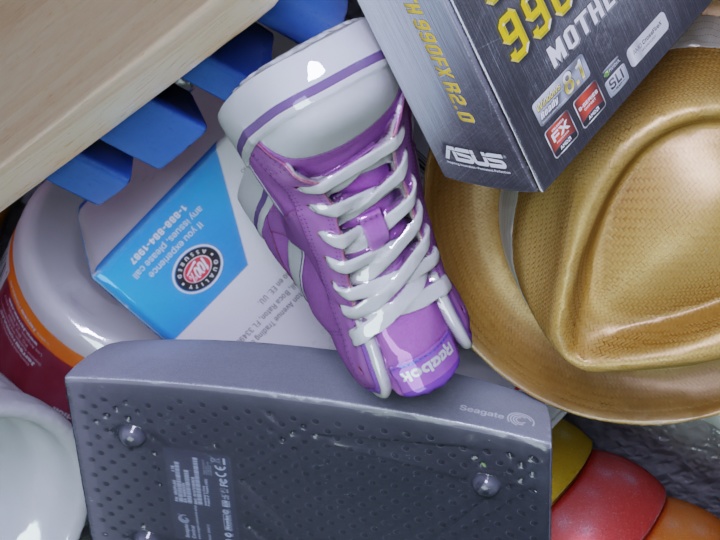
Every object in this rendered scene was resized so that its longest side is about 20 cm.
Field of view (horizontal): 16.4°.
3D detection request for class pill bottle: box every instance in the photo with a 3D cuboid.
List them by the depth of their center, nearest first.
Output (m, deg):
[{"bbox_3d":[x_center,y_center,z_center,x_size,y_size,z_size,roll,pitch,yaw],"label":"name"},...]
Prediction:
[{"bbox_3d":[-0.135,0.048,1.203,0.114,0.115,0.200,26,139,-6],"label":"pill bottle"}]

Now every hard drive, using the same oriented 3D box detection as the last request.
[{"bbox_3d":[-0.017,0.088,1.030,0.198,0.042,0.135,7,134,11],"label":"hard drive"}]

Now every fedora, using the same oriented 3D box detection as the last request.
[{"bbox_3d":[0.117,-0.020,0.930,0.199,0.082,0.202,2,111,4],"label":"fedora"}]

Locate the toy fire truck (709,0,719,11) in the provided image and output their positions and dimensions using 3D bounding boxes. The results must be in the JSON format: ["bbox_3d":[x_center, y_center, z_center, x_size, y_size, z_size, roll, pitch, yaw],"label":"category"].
[{"bbox_3d":[0.098,-0.111,0.989,0.140,0.049,0.201,21,140,0],"label":"toy fire truck"}]

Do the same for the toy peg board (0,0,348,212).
[{"bbox_3d":[-0.058,-0.122,0.943,0.097,0.200,0.200,26,141,-31],"label":"toy peg board"}]

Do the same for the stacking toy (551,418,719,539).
[{"bbox_3d":[0.085,0.117,1.209,0.200,0.146,0.146,49,135,-3],"label":"stacking toy"}]

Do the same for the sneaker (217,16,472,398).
[{"bbox_3d":[0.007,-0.016,0.901,0.115,0.072,0.201,60,174,13],"label":"sneaker"}]

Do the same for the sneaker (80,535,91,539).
[{"bbox_3d":[-0.062,0.128,1.236,0.199,0.082,0.075,-13,118,-12],"label":"sneaker"}]

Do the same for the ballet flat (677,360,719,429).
[{"bbox_3d":[0.124,0.009,1.028,0.200,0.070,0.069,46,133,-15],"label":"ballet flat"}]

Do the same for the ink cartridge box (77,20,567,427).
[{"bbox_3d":[0.000,0.000,1.073,0.146,0.084,0.200,-45,113,6],"label":"ink cartridge box"}]

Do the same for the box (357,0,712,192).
[{"bbox_3d":[0.072,-0.150,0.836,0.048,0.200,0.159,11,138,45],"label":"box"}]

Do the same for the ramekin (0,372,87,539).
[{"bbox_3d":[-0.225,0.110,1.100,0.098,0.200,0.201,42,148,29],"label":"ramekin"}]

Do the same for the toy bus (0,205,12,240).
[{"bbox_3d":[-0.216,0.003,1.215,0.065,0.079,0.200,24,139,-2],"label":"toy bus"}]
